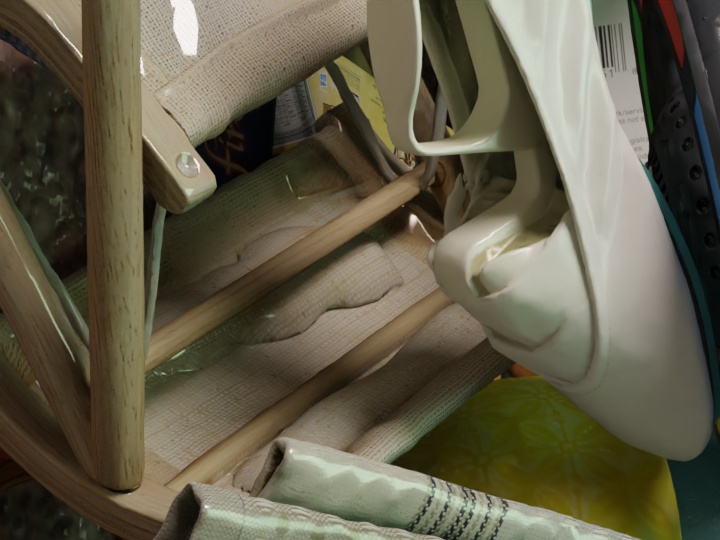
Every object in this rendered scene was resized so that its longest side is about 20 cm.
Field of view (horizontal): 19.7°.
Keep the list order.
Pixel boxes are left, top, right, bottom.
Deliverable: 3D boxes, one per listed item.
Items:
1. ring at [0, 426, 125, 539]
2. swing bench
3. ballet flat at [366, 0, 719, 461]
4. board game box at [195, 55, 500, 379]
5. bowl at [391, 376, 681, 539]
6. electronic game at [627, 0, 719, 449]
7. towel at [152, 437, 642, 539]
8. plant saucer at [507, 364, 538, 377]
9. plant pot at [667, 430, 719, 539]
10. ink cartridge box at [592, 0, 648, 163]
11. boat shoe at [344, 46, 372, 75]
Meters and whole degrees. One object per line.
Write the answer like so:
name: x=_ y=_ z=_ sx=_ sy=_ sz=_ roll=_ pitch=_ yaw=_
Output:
ring: x=-0.091 y=0.128 z=0.618 sx=0.200 sy=0.019 sz=0.202 roll=13 pitch=75 yaw=-61
swing bench: x=-0.029 y=-0.050 z=0.607 sx=0.199 sy=0.129 sz=0.201 roll=-33 pitch=117 yaw=-47
ballet flat: x=0.039 y=-0.031 z=0.551 sx=0.069 sy=0.069 sz=0.201 roll=-45 pitch=123 yaw=-55
board game box: x=0.000 y=0.000 z=0.788 sx=0.200 sy=0.034 sz=0.136 roll=27 pitch=64 yaw=-59
bowl: x=0.016 y=0.125 z=0.703 sx=0.107 sy=0.200 sz=0.201 roll=14 pitch=70 yaw=-17
electronic game: x=0.105 y=-0.015 z=0.615 sx=0.200 sy=0.041 sz=0.201 roll=-12 pitch=90 yaw=-86
towel: x=-0.008 y=0.137 z=0.561 sx=0.199 sy=0.193 sz=0.035 roll=15 pitch=28 yaw=-34
plant saucer: x=0.153 y=0.026 z=0.900 sx=0.200 sy=0.199 sz=0.038 roll=-32 pitch=118 yaw=-59
plant pot: x=0.180 y=0.130 z=0.949 sx=0.161 sy=0.199 sz=0.202 roll=38 pitch=54 yaw=-52
ink cartridge box: x=0.135 y=-0.117 z=0.899 sx=0.145 sy=0.146 sz=0.202 roll=33 pitch=52 yaw=-73
boat shoe: x=0.017 y=-0.135 z=0.735 sx=0.201 sy=0.062 sz=0.074 roll=98 pitch=8 yaw=-54
